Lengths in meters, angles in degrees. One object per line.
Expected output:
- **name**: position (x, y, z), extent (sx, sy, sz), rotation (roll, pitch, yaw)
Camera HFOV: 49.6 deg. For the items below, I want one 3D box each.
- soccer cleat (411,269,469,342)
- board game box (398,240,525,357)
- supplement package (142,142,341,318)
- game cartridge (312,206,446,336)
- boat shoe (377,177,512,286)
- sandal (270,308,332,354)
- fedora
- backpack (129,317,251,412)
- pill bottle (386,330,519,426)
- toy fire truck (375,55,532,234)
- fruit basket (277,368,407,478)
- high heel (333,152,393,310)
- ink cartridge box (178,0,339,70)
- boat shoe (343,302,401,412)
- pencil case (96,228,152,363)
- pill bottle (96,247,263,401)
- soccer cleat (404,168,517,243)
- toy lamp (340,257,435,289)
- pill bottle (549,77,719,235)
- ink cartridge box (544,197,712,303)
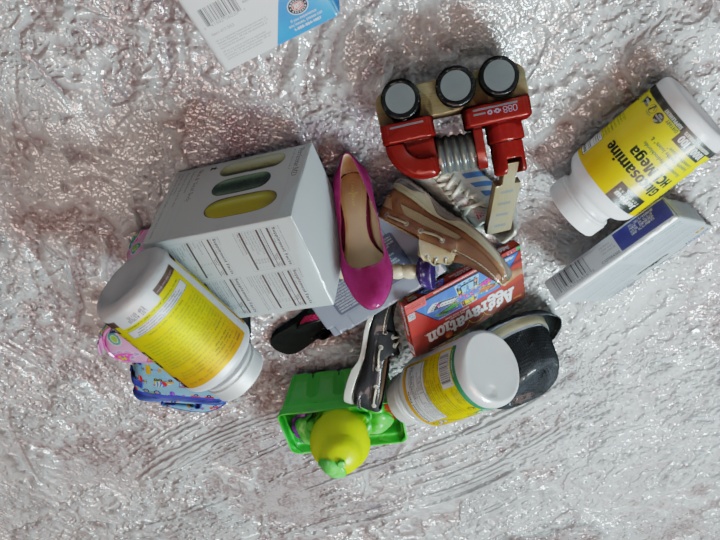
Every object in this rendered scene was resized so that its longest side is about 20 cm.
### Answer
- **soccer cleat**: position (0.123, 0.045, 1.171), extent (0.077, 0.069, 0.200), rotation (-30, 123, 18)
- **board game box**: position (0.152, 0.042, 1.135), extent (0.200, 0.019, 0.103), rotation (-27, 130, -15)
- **supplement package**: position (-0.139, -0.045, 1.006), extent (0.200, 0.152, 0.151), rotation (-9, 131, 18)
- **game cartridge**: position (0.005, -0.006, 1.107), extent (0.200, 0.041, 0.133), rotation (-31, 104, 21)
- **boat shoe**: position (0.106, -0.038, 1.004), extent (0.072, 0.200, 0.076), rotation (-51, 156, 1)
- **sandal**: position (-0.063, 0.083, 1.208), extent (0.075, 0.045, 0.200), rotation (34, 122, -27)
- **fedora**: position (0.242, 0.152, 1.216), extent (0.200, 0.092, 0.201), rotation (-16, 144, -12)
- **backpack**: position (-0.266, 0.147, 1.201), extent (0.182, 0.135, 0.200), rotation (9, 133, -9)
- **pill bottle**: position (0.128, 0.168, 1.153), extent (0.113, 0.113, 0.200), rotation (28, 145, -24)
- **toy fire truck**: position (0.123, -0.137, 0.942), extent (0.176, 0.129, 0.200), rotation (-11, 93, 7)
- **fruit basket**: position (-0.028, 0.260, 1.256), extent (0.215, 0.216, 0.156), rotation (-7, 139, 4)
- **high heel**: position (-0.004, -0.050, 0.984), extent (0.067, 0.200, 0.096), rotation (-15, 144, 2)
- **ink cartridge box**: position (-0.131, -0.335, 0.813), extent (0.146, 0.086, 0.200), rotation (-22, 127, 15)
- **boat shoe**: position (0.031, 0.119, 1.182), extent (0.060, 0.074, 0.200), rotation (19, 98, 15)
- **pencil case**: position (-0.293, 0.033, 1.053), extent (0.087, 0.200, 0.088), rotation (1, 135, 1)
- **pill bottle**: position (-0.212, 0.072, 0.947), extent (0.109, 0.109, 0.200), rotation (-30, 122, 22)
- **soccer cleat**: position (0.133, -0.105, 1.024), extent (0.200, 0.086, 0.070), rotation (28, 125, -23)
- **toy lamp**: position (0.000, 0.000, 1.062), extent (0.200, 0.058, 0.058), rotation (-2, 132, 12)
- **pill bottle**: position (0.343, -0.137, 0.986), extent (0.112, 0.113, 0.200), rotation (31, 123, -26)
- **ink cartridge box**: position (0.381, -0.024, 1.101), extent (0.196, 0.043, 0.200), rotation (-41, 158, 28)
